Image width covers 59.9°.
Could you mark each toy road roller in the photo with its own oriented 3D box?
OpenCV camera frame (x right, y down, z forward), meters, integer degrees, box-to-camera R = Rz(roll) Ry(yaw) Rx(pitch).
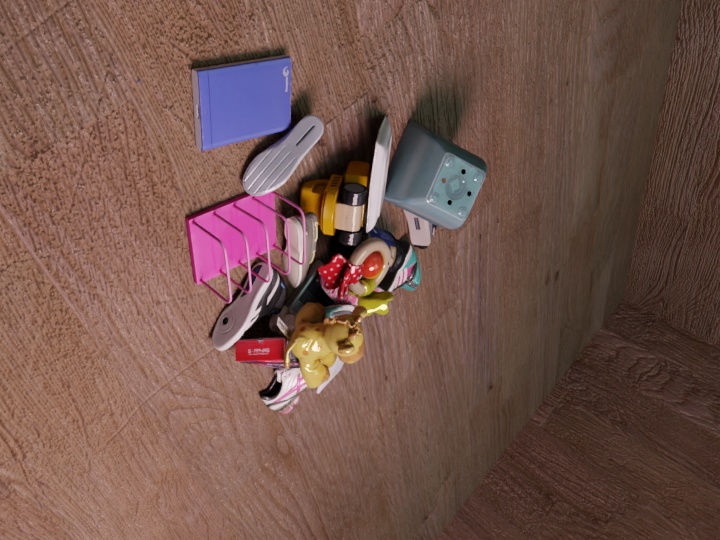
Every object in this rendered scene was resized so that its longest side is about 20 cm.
[{"bbox_3d":[-0.053,-0.154,1.352,0.202,0.141,0.127,-75,173,-60],"label":"toy road roller"}]

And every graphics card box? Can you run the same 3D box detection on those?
[{"bbox_3d":[-0.173,0.185,1.380,0.199,0.121,0.053,29,59,-65],"label":"graphics card box"}]

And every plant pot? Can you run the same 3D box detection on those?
[{"bbox_3d":[0.185,-0.208,1.457,0.191,0.200,0.201,22,99,-22],"label":"plant pot"}]

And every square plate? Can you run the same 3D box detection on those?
[{"bbox_3d":[0.043,-0.216,1.386,0.200,0.027,0.206,-74,172,-61],"label":"square plate"}]

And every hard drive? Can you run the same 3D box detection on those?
[{"bbox_3d":[-0.205,-0.300,1.110,0.197,0.025,0.136,-26,132,-40],"label":"hard drive"}]

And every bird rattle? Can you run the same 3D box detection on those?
[{"bbox_3d":[0.000,0.000,1.369,0.165,0.111,0.200,-54,136,-7],"label":"bird rattle"}]

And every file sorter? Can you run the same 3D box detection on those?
[{"bbox_3d":[-0.210,-0.049,1.194,0.197,0.124,0.143,-28,134,-37],"label":"file sorter"}]

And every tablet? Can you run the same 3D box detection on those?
[{"bbox_3d":[-0.060,0.227,1.605,0.200,0.013,0.134,-33,143,-73],"label":"tablet"}]

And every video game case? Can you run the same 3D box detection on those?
[{"bbox_3d":[-0.108,0.096,1.516,0.184,0.023,0.200,-54,144,-9],"label":"video game case"}]

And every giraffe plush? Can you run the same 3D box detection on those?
[{"bbox_3d":[-0.058,0.139,1.294,0.200,0.157,0.178,42,45,-56],"label":"giraffe plush"}]

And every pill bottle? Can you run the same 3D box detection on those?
[{"bbox_3d":[0.024,-0.049,1.504,0.197,0.111,0.115,10,107,-53],"label":"pill bottle"}]

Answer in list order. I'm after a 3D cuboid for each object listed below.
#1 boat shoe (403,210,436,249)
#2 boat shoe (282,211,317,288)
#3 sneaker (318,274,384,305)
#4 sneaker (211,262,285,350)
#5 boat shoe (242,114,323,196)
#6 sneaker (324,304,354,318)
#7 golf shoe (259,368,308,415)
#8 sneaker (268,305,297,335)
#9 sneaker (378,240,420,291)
[{"bbox_3d":[0.159,-0.167,1.643,0.093,0.072,0.205,-56,146,-48],"label":"boat shoe"},{"bbox_3d":[-0.125,-0.041,1.324,0.059,0.072,0.205,-27,150,-28],"label":"boat shoe"},{"bbox_3d":[-0.029,0.033,1.500,0.196,0.087,0.075,20,105,-36],"label":"sneaker"},{"bbox_3d":[-0.222,0.093,1.323,0.203,0.072,0.112,-57,146,-5],"label":"sneaker"},{"bbox_3d":[-0.146,-0.218,1.209,0.199,0.072,0.062,-42,-172,-5],"label":"boat shoe"},{"bbox_3d":[-0.038,0.134,1.491,0.199,0.075,0.095,28,56,-66],"label":"sneaker"},{"bbox_3d":[-0.158,0.253,1.505,0.202,0.072,0.092,-52,130,-1],"label":"golf shoe"},{"bbox_3d":[-0.123,0.139,1.439,0.198,0.080,0.077,16,100,-55],"label":"sneaker"},{"bbox_3d":[0.096,0.034,1.684,0.203,0.083,0.121,-56,135,-9],"label":"sneaker"}]
